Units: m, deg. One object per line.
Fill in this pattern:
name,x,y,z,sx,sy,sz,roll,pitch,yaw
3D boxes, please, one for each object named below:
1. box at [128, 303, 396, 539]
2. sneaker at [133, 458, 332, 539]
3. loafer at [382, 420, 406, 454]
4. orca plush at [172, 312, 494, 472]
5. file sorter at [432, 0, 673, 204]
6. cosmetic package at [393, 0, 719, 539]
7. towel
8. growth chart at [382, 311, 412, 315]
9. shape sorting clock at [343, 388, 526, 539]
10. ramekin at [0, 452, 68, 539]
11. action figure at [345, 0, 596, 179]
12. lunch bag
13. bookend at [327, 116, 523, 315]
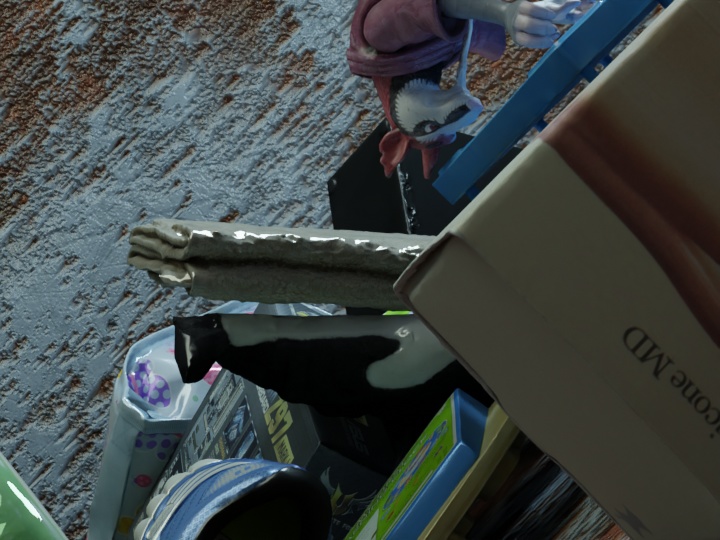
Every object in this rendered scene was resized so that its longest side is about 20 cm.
box,-0.051,0.115,1.013,0.159,0.051,0.200,-60,18,12
sneaker,-0.066,0.148,0.716,0.089,0.078,0.201,-30,34,61
loafer,0.052,0.080,1.130,0.200,0.073,0.072,-39,-16,-45
orca plush,0.019,0.055,0.896,0.198,0.072,0.105,4,-9,-23
file sorter,0.153,-0.077,0.840,0.200,0.123,0.139,-43,-2,-25
cosmetic package,0.115,-0.034,0.520,0.200,0.103,0.087,-46,-2,-13
towel,0.000,0.000,0.940,0.132,0.198,0.035,-165,78,-74
growth chart,0.056,0.022,1.069,0.144,0.018,0.200,-35,11,-21
shape sorting clock,0.012,0.120,0.808,0.201,0.039,0.200,-54,2,3
ramekin,-0.138,0.166,0.850,0.097,0.201,0.200,-37,-3,-11
action figure,0.025,-0.138,0.857,0.134,0.147,0.202,30,-106,-80
lunch bag,-0.081,0.124,1.203,0.199,0.126,0.171,-20,-48,-53
bookend,0.092,0.011,1.518,0.198,0.200,0.092,11,-37,-30
